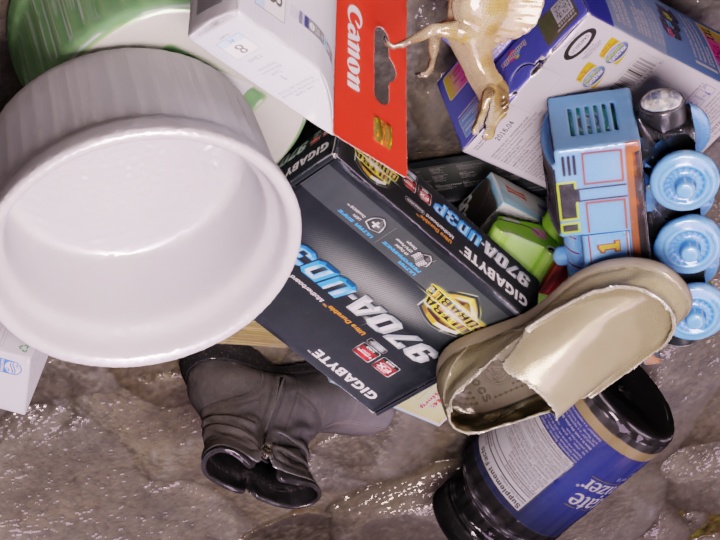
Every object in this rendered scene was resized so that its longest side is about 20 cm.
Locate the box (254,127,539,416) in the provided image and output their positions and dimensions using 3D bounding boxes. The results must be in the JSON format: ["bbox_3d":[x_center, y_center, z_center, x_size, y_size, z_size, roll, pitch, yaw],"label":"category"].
[{"bbox_3d":[0.000,0.000,1.455,0.159,0.046,0.200,-31,122,35],"label":"box"}]

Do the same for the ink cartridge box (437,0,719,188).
[{"bbox_3d":[0.149,-0.128,1.446,0.199,0.077,0.137,20,126,-36],"label":"ink cartridge box"}]

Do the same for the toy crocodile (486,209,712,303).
[{"bbox_3d":[0.167,0.005,1.511,0.199,0.062,0.068,17,121,-32],"label":"toy crocodile"}]

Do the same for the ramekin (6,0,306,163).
[{"bbox_3d":[-0.125,-0.133,1.379,0.199,0.098,0.201,-10,137,-9],"label":"ramekin"}]

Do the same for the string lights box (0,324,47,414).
[{"bbox_3d":[-0.303,0.017,1.419,0.199,0.103,0.059,15,134,1],"label":"string lights box"}]

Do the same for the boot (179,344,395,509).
[{"bbox_3d":[-0.049,0.133,1.661,0.199,0.132,0.070,12,129,-29],"label":"boot"}]

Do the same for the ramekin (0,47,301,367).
[{"bbox_3d":[-0.143,-0.043,1.322,0.199,0.098,0.201,-10,137,-9],"label":"ramekin"}]

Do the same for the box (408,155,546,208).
[{"bbox_3d":[0.075,-0.013,1.603,0.199,0.046,0.160,-9,136,-11],"label":"box"}]

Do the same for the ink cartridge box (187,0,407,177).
[{"bbox_3d":[-0.021,-0.171,1.328,0.047,0.161,0.200,-24,141,35],"label":"ink cartridge box"}]

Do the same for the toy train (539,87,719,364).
[{"bbox_3d":[0.182,-0.030,1.417,0.113,0.087,0.201,-6,126,7],"label":"toy train"}]

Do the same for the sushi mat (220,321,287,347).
[{"bbox_3d":[-0.118,0.037,1.549,0.199,0.012,0.096,5,163,-32],"label":"sushi mat"}]

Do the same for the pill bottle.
[{"bbox_3d":[0.156,0.158,1.775,0.111,0.112,0.200,24,123,-37],"label":"pill bottle"}]

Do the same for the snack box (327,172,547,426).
[{"bbox_3d":[0.076,0.026,1.569,0.116,0.037,0.200,25,121,-36],"label":"snack box"}]

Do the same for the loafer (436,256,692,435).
[{"bbox_3d":[0.132,0.059,1.402,0.199,0.069,0.076,-30,119,33],"label":"loafer"}]

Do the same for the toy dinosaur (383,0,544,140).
[{"bbox_3d":[0.070,-0.189,1.362,0.100,0.058,0.201,7,112,1],"label":"toy dinosaur"}]
